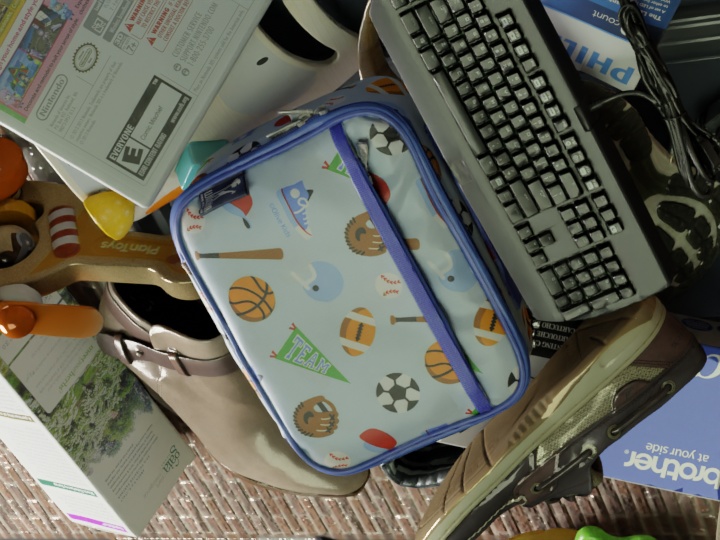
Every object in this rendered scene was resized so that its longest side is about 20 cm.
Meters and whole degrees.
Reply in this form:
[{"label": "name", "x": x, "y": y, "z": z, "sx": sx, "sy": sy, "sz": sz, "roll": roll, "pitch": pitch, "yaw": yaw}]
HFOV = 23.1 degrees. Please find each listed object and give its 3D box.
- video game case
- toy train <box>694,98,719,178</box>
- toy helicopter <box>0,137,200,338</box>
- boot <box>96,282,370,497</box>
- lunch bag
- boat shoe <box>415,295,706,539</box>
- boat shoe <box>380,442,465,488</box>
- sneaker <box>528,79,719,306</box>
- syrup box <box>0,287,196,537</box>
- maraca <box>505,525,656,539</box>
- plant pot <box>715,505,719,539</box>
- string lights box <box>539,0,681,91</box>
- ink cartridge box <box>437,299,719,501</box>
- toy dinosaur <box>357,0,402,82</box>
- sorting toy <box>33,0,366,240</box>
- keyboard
[{"label": "video game case", "x": -0.137, "y": -0.161, "z": 0.899, "sx": 0.182, "sy": 0.022, "sz": 0.201, "roll": 30, "pitch": 102, "yaw": -10}, {"label": "toy train", "x": 0.255, "y": -0.023, "z": 0.954, "sx": 0.200, "sy": 0.034, "sz": 0.046, "roll": 36, "pitch": 140, "yaw": -16}, {"label": "toy helicopter", "x": -0.177, "y": -0.005, "z": 1.080, "sx": 0.199, "sy": 0.133, "sz": 0.079, "roll": 5, "pitch": 136, "yaw": 17}, {"label": "boot", "x": -0.086, "y": 0.071, "z": 1.155, "sx": 0.199, "sy": 0.070, "sz": 0.146, "roll": 23, "pitch": 153, "yaw": 14}, {"label": "lunch bag", "x": 0.000, "y": 0.000, "z": 0.946, "sx": 0.160, "sy": 0.076, "sz": 0.201, "roll": -23, "pitch": 106, "yaw": 19}, {"label": "boat shoe", "x": 0.108, "y": 0.096, "z": 0.967, "sx": 0.065, "sy": 0.072, "sz": 0.200, "roll": 38, "pitch": 108, "yaw": -7}, {"label": "boat shoe", "x": 0.091, "y": 0.069, "z": 1.076, "sx": 0.071, "sy": 0.091, "sz": 0.200, "roll": 36, "pitch": 136, "yaw": -17}, {"label": "sneaker", "x": 0.135, "y": -0.055, "z": 0.960, "sx": 0.077, "sy": 0.089, "sz": 0.200, "roll": -44, "pitch": 134, "yaw": 3}, {"label": "syrup box", "x": -0.207, "y": 0.091, "z": 1.222, "sx": 0.081, "sy": 0.079, "sz": 0.200, "roll": 5, "pitch": 139, "yaw": 42}, {"label": "maraca", "x": 0.147, "y": 0.228, "z": 1.209, "sx": 0.137, "sy": 0.107, "sz": 0.200, "roll": 31, "pitch": 138, "yaw": -23}, {"label": "plant pot", "x": 0.275, "y": 0.140, "z": 0.984, "sx": 0.134, "sy": 0.201, "sz": 0.201, "roll": 12, "pitch": 138, "yaw": 3}, {"label": "string lights box", "x": 0.121, "y": -0.185, "z": 0.820, "sx": 0.102, "sy": 0.059, "sz": 0.200, "roll": 22, "pitch": 139, "yaw": -1}, {"label": "ink cartridge box", "x": 0.122, "y": 0.063, "z": 1.014, "sx": 0.199, "sy": 0.044, "sz": 0.094, "roll": 12, "pitch": 110, "yaw": 4}, {"label": "toy dinosaur", "x": 0.026, "y": -0.077, "z": 0.992, "sx": 0.106, "sy": 0.061, "sz": 0.200, "roll": -35, "pitch": 120, "yaw": 14}, {"label": "sorting toy", "x": -0.097, "y": -0.124, "z": 0.969, "sx": 0.179, "sy": 0.107, "sz": 0.200, "roll": -25, "pitch": 123, "yaw": 17}, {"label": "keyboard", "x": 0.101, "y": -0.072, "z": 0.852, "sx": 0.127, "sy": 0.021, "sz": 0.201, "roll": -25, "pitch": 110, "yaw": 16}]
